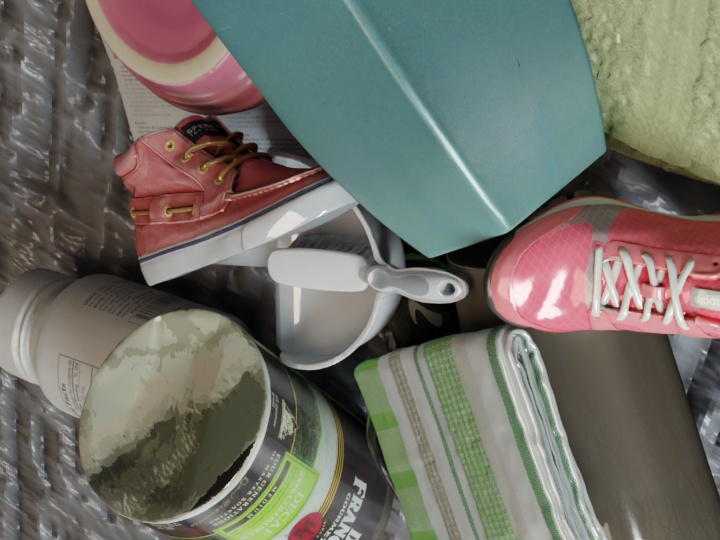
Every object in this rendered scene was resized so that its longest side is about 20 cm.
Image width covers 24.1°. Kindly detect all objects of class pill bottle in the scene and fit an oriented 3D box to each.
[{"bbox_3d":[-0.188,0.065,1.309,0.199,0.114,0.115,17,130,32],"label":"pill bottle"}]

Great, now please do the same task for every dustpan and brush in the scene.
[{"bbox_3d":[0.000,0.000,1.040,0.199,0.057,0.141,6,101,40],"label":"dustpan and brush"}]

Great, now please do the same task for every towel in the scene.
[{"bbox_3d":[0.068,0.111,1.005,0.200,0.030,0.151,-18,90,64],"label":"towel"},{"bbox_3d":[0.174,-0.138,0.904,0.147,0.036,0.202,23,133,28],"label":"towel"}]

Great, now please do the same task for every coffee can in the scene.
[{"bbox_3d":[-0.082,0.131,1.177,0.145,0.148,0.200,14,165,33],"label":"coffee can"}]

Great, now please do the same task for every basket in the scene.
[{"bbox_3d":[0.131,0.068,1.021,0.180,0.135,0.202,-139,31,-69],"label":"basket"}]

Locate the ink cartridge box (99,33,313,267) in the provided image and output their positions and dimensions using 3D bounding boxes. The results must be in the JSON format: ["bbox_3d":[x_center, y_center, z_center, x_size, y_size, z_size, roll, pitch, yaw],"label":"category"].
[{"bbox_3d":[-0.079,-0.098,1.147,0.198,0.041,0.202,4,119,38],"label":"ink cartridge box"}]

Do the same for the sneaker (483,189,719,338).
[{"bbox_3d":[0.166,0.001,0.901,0.087,0.198,0.075,-128,36,-70],"label":"sneaker"}]

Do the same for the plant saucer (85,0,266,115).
[{"bbox_3d":[-0.110,-0.195,1.056,0.199,0.051,0.203,13,111,37],"label":"plant saucer"}]

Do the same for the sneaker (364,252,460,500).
[{"bbox_3d":[0.038,0.073,1.130,0.076,0.084,0.202,-9,127,-3],"label":"sneaker"}]

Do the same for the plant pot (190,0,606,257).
[{"bbox_3d":[0.034,-0.118,0.937,0.201,0.141,0.141,58,151,-9],"label":"plant pot"}]

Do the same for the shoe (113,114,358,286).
[{"bbox_3d":[-0.083,-0.056,1.040,0.199,0.071,0.092,-18,92,48],"label":"shoe"}]
